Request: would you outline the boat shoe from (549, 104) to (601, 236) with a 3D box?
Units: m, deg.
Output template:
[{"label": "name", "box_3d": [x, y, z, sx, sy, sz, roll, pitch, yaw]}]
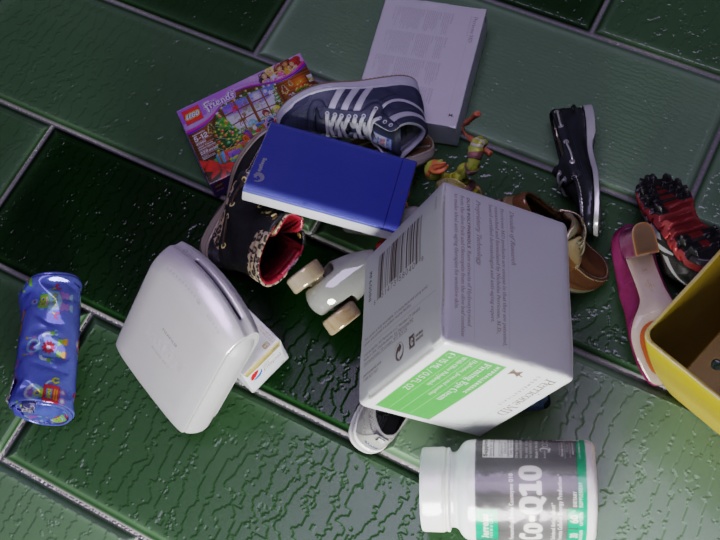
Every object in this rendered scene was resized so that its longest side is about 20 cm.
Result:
[{"label": "boat shoe", "box_3d": [0.280, -0.130, 1.519, 0.059, 0.076, 0.202, -2, 52, 6]}]

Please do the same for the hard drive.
[{"label": "hard drive", "box_3d": [-0.036, -0.114, 1.463, 0.197, 0.026, 0.133, 15, 48, 2]}]

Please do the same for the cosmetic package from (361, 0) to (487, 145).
[{"label": "cosmetic package", "box_3d": [0.086, -0.282, 1.629, 0.148, 0.052, 0.203, 10, 67, 15]}]

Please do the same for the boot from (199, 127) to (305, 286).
[{"label": "boot", "box_3d": [-0.120, -0.080, 1.500, 0.150, 0.073, 0.202, 25, 84, 52]}]

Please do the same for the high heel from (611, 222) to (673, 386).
[{"label": "high heel", "box_3d": [0.352, 0.042, 1.447, 0.066, 0.096, 0.204, -1, 83, -4]}]

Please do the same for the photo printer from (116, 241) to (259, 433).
[{"label": "photo printer", "box_3d": [-0.209, 0.078, 1.414, 0.069, 0.201, 0.167, -22, 64, -46]}]

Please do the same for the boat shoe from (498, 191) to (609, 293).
[{"label": "boat shoe", "box_3d": [0.240, -0.035, 1.413, 0.074, 0.198, 0.077, -33, 45, 39]}]

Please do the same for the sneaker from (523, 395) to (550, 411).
[{"label": "sneaker", "box_3d": [0.212, 0.080, 1.431, 0.088, 0.079, 0.203, 8, 72, 0]}]

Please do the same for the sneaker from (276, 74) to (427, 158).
[{"label": "sneaker", "box_3d": [-0.007, -0.190, 1.519, 0.197, 0.071, 0.110, -12, 52, -6]}]

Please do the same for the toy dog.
[{"label": "toy dog", "box_3d": [0.000, 0.000, 1.486, 0.197, 0.096, 0.134, -17, 90, -12]}]

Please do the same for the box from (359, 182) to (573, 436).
[{"label": "box", "box_3d": [0.116, 0.050, 1.313, 0.169, 0.199, 0.203, 16, 58, -22]}]

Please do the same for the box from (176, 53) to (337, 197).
[{"label": "box", "box_3d": [-0.143, -0.205, 1.631, 0.198, 0.039, 0.138, -26, 63, -5]}]

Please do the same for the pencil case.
[{"label": "pencil case", "box_3d": [-0.407, 0.101, 1.499, 0.085, 0.078, 0.203, 5, 62, -15]}]

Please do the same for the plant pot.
[{"label": "plant pot", "box_3d": [0.450, 0.103, 1.319, 0.200, 0.177, 0.200, -43, 66, -14]}]

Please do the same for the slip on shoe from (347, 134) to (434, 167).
[{"label": "slip on shoe", "box_3d": [0.005, -0.135, 1.565, 0.197, 0.061, 0.077, -17, 45, -4]}]

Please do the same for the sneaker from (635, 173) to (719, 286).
[{"label": "sneaker", "box_3d": [0.398, -0.041, 1.456, 0.070, 0.099, 0.202, -14, 40, -6]}]

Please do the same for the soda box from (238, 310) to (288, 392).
[{"label": "soda box", "box_3d": [-0.185, 0.061, 1.496, 0.068, 0.064, 0.200, -43, 67, -13]}]

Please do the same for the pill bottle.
[{"label": "pill bottle", "box_3d": [0.168, 0.250, 1.325, 0.196, 0.113, 0.115, -2, 64, 8]}]

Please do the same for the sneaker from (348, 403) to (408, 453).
[{"label": "sneaker", "box_3d": [0.057, 0.129, 1.407, 0.074, 0.082, 0.203, 26, 75, -16]}]

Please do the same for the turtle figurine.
[{"label": "turtle figurine", "box_3d": [0.140, -0.097, 1.473, 0.161, 0.200, 0.065, 38, 46, 0]}]
